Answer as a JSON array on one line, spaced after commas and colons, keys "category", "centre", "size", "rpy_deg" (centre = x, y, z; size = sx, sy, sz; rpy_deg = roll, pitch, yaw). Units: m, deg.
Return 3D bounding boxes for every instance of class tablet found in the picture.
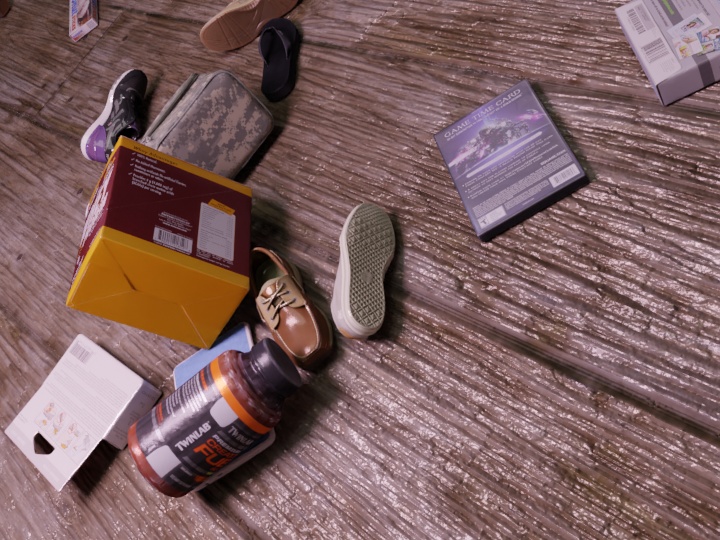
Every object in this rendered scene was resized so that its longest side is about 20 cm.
[{"category": "tablet", "centre": [-0.177, 0.168, 1.067], "size": [0.130, 0.014, 0.201], "rpy_deg": [-33, 44, 11]}]

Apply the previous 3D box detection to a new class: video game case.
[{"category": "video game case", "centre": [0.179, -0.141, 1.038], "size": [0.142, 0.019, 0.201], "rpy_deg": [-30, 44, 14]}]

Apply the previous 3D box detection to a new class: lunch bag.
[{"category": "lunch bag", "centre": [-0.261, -0.211, 1.335], "size": [0.201, 0.139, 0.167], "rpy_deg": [-55, 29, -12]}]

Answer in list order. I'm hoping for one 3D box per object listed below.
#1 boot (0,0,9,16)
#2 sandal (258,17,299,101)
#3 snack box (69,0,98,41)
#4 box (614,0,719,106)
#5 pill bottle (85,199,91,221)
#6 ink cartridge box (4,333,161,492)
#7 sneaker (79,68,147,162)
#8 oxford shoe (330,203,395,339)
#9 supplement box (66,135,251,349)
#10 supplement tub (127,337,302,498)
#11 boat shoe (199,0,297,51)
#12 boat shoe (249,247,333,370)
[{"category": "boot", "centre": [-1.077, -0.685, 2.321], "size": [0.154, 0.077, 0.201], "rpy_deg": [4, 58, 36]}, {"category": "sandal", "centre": [-0.143, -0.373, 1.430], "size": [0.076, 0.043, 0.201], "rpy_deg": [-25, 47, 18]}, {"category": "snack box", "centre": [-0.666, -0.627, 2.018], "size": [0.072, 0.024, 0.201], "rpy_deg": [-32, 45, 14]}, {"category": "box", "centre": [0.415, -0.295, 0.967], "size": [0.199, 0.041, 0.157], "rpy_deg": [-26, 47, 19]}, {"category": "pill bottle", "centre": [-0.346, -0.034, 1.270], "size": [0.116, 0.116, 0.201], "rpy_deg": [-37, 44, 6]}, {"category": "ink cartridge box", "centre": [-0.392, 0.200, 1.176], "size": [0.199, 0.045, 0.177], "rpy_deg": [22, 72, 44]}, {"category": "sneaker", "centre": [-0.434, -0.283, 1.570], "size": [0.087, 0.076, 0.202], "rpy_deg": [14, 70, 26]}, {"category": "oxford shoe", "centre": [0.000, 0.000, 1.032], "size": [0.058, 0.075, 0.202], "rpy_deg": [129, 154, -49]}, {"category": "supplement box", "centre": [-0.261, -0.037, 1.115], "size": [0.133, 0.196, 0.201], "rpy_deg": [-51, 30, 35]}, {"category": "supplement tub", "centre": [-0.165, 0.165, 0.973], "size": [0.199, 0.107, 0.107], "rpy_deg": [-39, 44, 7]}, {"category": "boat shoe", "centre": [-0.204, -0.471, 1.537], "size": [0.199, 0.072, 0.065], "rpy_deg": [-27, 39, 5]}, {"category": "boat shoe", "centre": [-0.100, 0.043, 1.061], "size": [0.076, 0.074, 0.200], "rpy_deg": [-40, 44, 4]}]
